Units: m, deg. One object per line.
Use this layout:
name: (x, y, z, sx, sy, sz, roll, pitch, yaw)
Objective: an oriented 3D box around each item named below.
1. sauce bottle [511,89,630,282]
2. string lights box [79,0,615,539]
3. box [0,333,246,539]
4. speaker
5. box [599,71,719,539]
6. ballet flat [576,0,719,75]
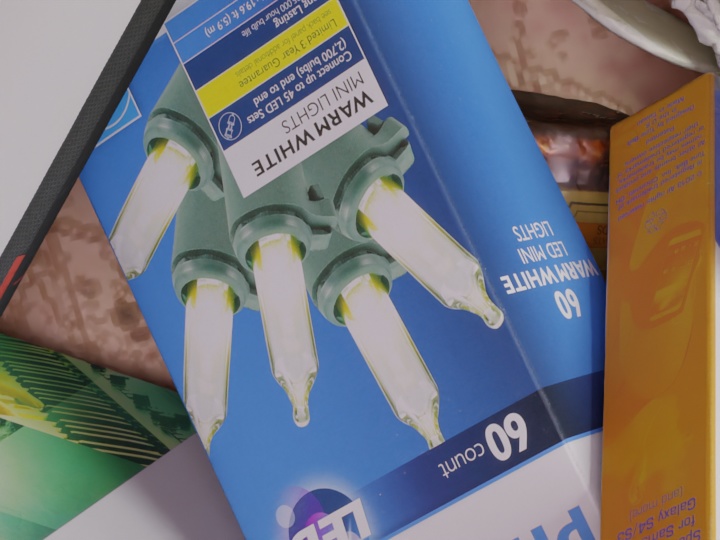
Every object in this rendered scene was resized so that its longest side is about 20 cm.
sauce bottle: (0.038, 0.052, 0.816, 0.066, 0.066, 0.201, 7, 103, -1)
string lights box: (0.000, 0.000, 0.760, 0.103, 0.059, 0.200, -32, 78, 31)
box: (-0.086, 0.090, 0.756, 0.144, 0.200, 0.036, 18, 120, -4)
speaker: (-0.101, -0.051, 0.736, 0.081, 0.081, 0.200, 29, 114, -5)
box: (0.111, 0.059, 0.727, 0.041, 0.200, 0.119, -31, 128, 33)
ballet flat: (0.060, -0.108, 0.774, 0.200, 0.072, 0.072, 41, 99, -8)
